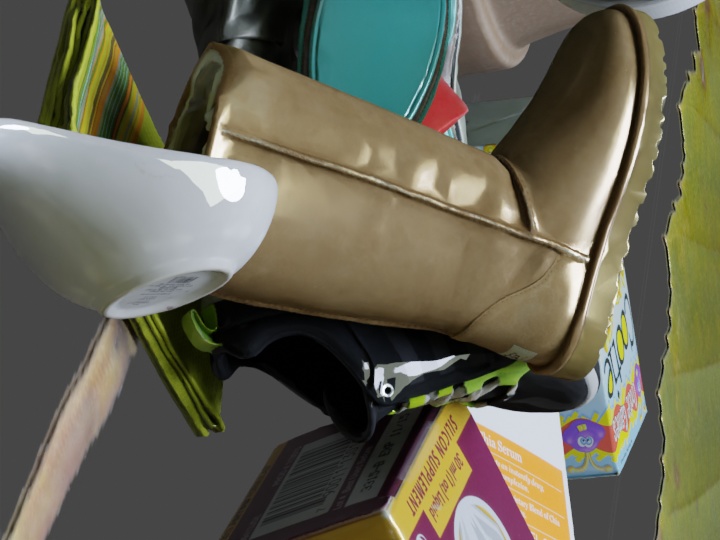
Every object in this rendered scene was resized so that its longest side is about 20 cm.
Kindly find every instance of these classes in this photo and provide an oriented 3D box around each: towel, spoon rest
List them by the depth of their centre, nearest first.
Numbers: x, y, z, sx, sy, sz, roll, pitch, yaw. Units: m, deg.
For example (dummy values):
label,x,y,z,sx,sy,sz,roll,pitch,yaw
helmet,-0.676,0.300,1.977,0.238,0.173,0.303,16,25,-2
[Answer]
label,x,y,z,sx,sy,sz,roll,pitch,yaw
spoon rest,-0.103,-0.020,1.028,0.200,0.099,0.061,2,65,-61
towel,-0.087,-0.022,1.188,0.200,0.018,0.086,67,25,-47

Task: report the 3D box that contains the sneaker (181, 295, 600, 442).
label,x,y,z,sx,sy,sz,roll,pitch,yaw
sneaker,0.011,0.043,1.236,0.072,0.199,0.083,-40,-143,53

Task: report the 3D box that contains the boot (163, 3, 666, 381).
label,x,y,z,sx,sy,sz,roll,pitch,yaw
boot,0.024,-0.055,1.186,0.066,0.199,0.176,-19,-123,62

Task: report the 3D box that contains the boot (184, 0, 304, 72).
label,x,y,z,sx,sy,sz,roll,pitch,yaw
boot,-0.055,-0.116,1.233,0.200,0.067,0.131,57,32,-66

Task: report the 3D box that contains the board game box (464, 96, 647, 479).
label,x,y,z,sx,sy,sz,roll,pitch,yaw
board game box,0.095,0.010,1.640,0.105,0.102,0.201,-52,135,-66

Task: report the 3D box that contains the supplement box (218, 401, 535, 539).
label,x,y,z,sx,sy,sz,roll,pitch,yaw
supplement box,0.028,0.175,1.285,0.201,0.103,0.131,63,24,-16

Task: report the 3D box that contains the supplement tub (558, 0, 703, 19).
label,x,y,z,sx,sy,sz,roll,pitch,yaw
supplement tub,0.095,-0.205,1.205,0.200,0.140,0.141,49,39,-59

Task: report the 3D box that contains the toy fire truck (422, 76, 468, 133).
label,x,y,z,sx,sy,sz,roll,pitch,yaw
toy fire truck,-0.005,-0.165,1.358,0.200,0.141,0.049,47,38,5

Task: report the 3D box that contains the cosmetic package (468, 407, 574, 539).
label,x,y,z,sx,sy,sz,roll,pitch,yaw
cosmetic package,0.046,0.065,1.431,0.101,0.071,0.201,30,46,-48

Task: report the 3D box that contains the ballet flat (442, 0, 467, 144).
label,x,y,z,sx,sy,sz,roll,pitch,yaw
ballet flat,0.022,-0.107,1.532,0.064,0.067,0.201,-150,-127,-77

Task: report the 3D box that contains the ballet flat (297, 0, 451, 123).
label,x,y,z,sx,sy,sz,roll,pitch,yaw
ballet flat,0.005,-0.137,1.263,0.070,0.067,0.201,150,-53,-74

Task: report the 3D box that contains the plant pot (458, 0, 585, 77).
label,x,y,z,sx,sy,sz,roll,pitch,yaw
plant pot,0.124,-0.220,1.686,0.200,0.174,0.202,-4,90,-73
